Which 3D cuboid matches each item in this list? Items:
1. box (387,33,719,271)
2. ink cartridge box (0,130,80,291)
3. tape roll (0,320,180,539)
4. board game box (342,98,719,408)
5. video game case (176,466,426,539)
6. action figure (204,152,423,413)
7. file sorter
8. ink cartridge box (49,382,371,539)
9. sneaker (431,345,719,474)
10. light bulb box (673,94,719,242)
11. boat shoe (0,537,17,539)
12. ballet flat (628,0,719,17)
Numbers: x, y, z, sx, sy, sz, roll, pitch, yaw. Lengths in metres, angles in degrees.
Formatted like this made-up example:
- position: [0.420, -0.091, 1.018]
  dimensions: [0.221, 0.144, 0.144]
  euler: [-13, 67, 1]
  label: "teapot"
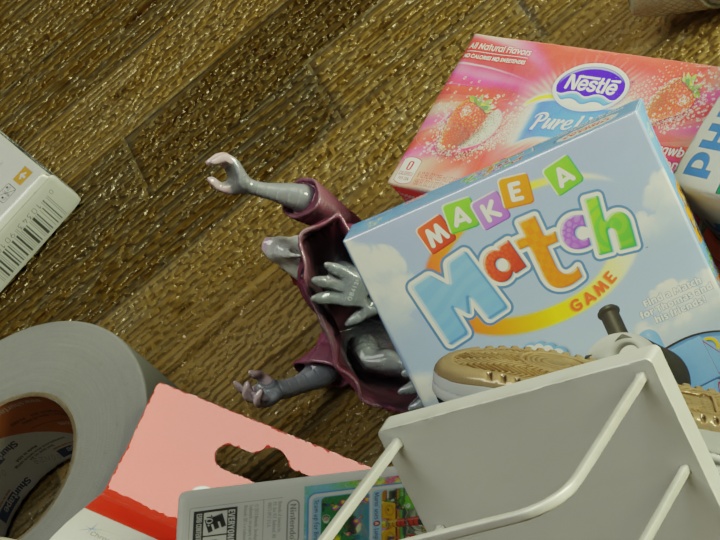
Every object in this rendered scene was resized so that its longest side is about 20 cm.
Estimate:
- position: [0.129, -0.047, 1.484]
  dimensions: [0.200, 0.095, 0.103]
  euler: [14, 67, 46]
  label: "box"
- position: [-0.297, -0.018, 1.865]
  dimensions: [0.198, 0.043, 0.200]
  euler: [-49, 42, -3]
  label: "ink cartridge box"
- position: [-0.180, 0.129, 1.630]
  dimensions: [0.200, 0.066, 0.200]
  euler: [-22, 46, 25]
  label: "tape roll"
- position: [0.102, 0.042, 1.357]
  dimensions: [0.151, 0.200, 0.037]
  euler: [-24, 8, 14]
  label: "board game box"
- position: [-0.002, 0.183, 1.419]
  dimensions: [0.182, 0.024, 0.200]
  euler: [-7, 50, 9]
  label: "video game case"
- position: [0.000, 0.000, 1.553]
  dimensions: [0.149, 0.134, 0.200]
  euler: [-8, 12, -9]
  label: "action figure"
- position: [0.089, 0.161, 1.245]
  dimensions: [0.139, 0.200, 0.125]
  euler: [-17, 19, 31]
  label: "file sorter"
- position: [-0.086, 0.163, 1.487]
  dimensions: [0.160, 0.047, 0.200]
  euler: [21, 73, 19]
  label: "ink cartridge box"
- position: [0.122, 0.104, 1.314]
  dimensions: [0.070, 0.200, 0.109]
  euler: [-70, -7, -74]
  label: "sneaker"
- position: [0.285, -0.070, 1.347]
  dimensions: [0.200, 0.125, 0.198]
  euler: [15, 69, 45]
  label: "light bulb box"
- position: [-0.219, 0.230, 1.526]
  dimensions: [0.059, 0.072, 0.200]
  euler: [15, 102, 21]
  label: "boat shoe"
- position: [0.227, -0.186, 1.538]
  dimensions: [0.200, 0.067, 0.062]
  euler: [-36, 51, 13]
  label: "ballet flat"
